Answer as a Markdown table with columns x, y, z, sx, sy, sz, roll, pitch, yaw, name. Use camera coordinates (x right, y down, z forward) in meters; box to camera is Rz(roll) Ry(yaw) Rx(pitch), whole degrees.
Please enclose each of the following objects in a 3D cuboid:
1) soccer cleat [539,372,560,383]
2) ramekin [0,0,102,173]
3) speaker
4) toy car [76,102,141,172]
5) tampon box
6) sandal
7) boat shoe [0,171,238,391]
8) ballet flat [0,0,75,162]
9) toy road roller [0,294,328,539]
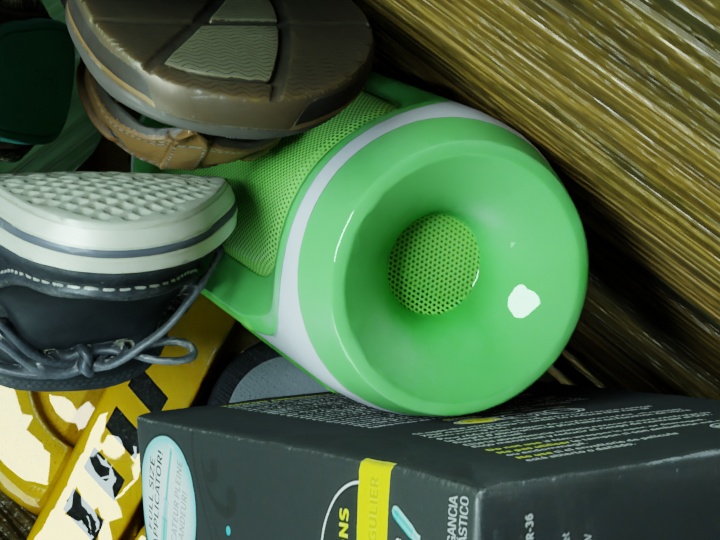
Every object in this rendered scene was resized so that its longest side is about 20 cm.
| x | y | z | sx | sy | sz | roll | pitch | yaw | name |
| --- | --- | --- | --- | --- | --- | --- | --- | --- | --- |
| 0.066 | 0.059 | 1.057 | 0.200 | 0.068 | 0.081 | 36 | -155 | -26 | soccer cleat |
| -0.181 | -0.095 | 0.913 | 0.200 | 0.098 | 0.200 | 31 | 139 | 31 | ramekin |
| -0.008 | -0.017 | 0.728 | 0.088 | 0.088 | 0.200 | 43 | 175 | -23 | speaker |
| -0.114 | -0.032 | 1.099 | 0.200 | 0.164 | 0.158 | 32 | 177 | -12 | toy car |
| 0.036 | 0.113 | 0.681 | 0.126 | 0.150 | 0.200 | -5 | -177 | -28 | tampon box |
| -0.052 | -0.058 | 0.673 | 0.082 | 0.055 | 0.200 | 4 | -166 | -20 | sandal |
| -0.078 | 0.003 | 0.695 | 0.074 | 0.062 | 0.200 | 1 | 179 | -14 | boat shoe |
| -0.127 | -0.057 | 0.681 | 0.075 | 0.068 | 0.200 | 8 | -177 | 0 | ballet flat |
| -0.084 | 0.086 | 0.847 | 0.146 | 0.200 | 0.123 | 27 | 173 | 7 | toy road roller |
